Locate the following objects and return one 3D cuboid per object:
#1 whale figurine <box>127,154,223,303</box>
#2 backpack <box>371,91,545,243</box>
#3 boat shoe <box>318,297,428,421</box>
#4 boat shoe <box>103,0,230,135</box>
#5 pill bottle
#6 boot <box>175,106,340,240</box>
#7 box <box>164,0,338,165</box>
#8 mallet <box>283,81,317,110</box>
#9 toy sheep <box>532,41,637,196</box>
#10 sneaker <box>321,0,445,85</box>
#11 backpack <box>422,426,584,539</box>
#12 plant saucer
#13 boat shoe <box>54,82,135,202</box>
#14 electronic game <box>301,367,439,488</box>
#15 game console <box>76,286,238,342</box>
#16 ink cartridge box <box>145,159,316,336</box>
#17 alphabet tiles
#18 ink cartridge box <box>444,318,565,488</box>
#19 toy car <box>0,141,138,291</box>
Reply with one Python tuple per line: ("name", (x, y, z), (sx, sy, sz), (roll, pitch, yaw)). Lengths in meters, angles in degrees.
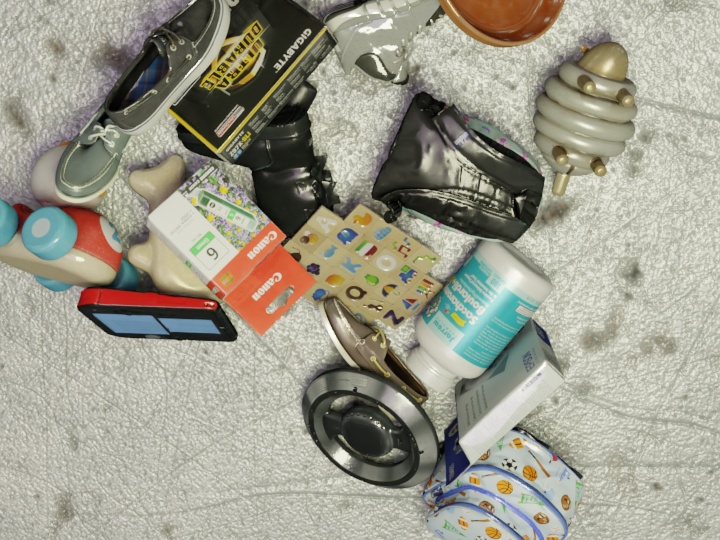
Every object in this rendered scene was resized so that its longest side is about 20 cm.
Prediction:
("whale figurine", (-0.228, -0.045, 1.375), (0.159, 0.104, 0.200), (-27, 88, -17))
("backpack", (0.132, -0.121, 1.316), (0.200, 0.127, 0.167), (23, 114, -2))
("boat shoe", (0.017, 0.110, 1.402), (0.060, 0.072, 0.200), (-30, 109, 15))
("boat shoe", (-0.231, -0.251, 1.246), (0.070, 0.066, 0.200), (40, 90, 23))
("pill bottle", (0.146, 0.061, 1.367), (0.111, 0.111, 0.200), (37, 103, -6))
("boot", (-0.128, -0.122, 1.353), (0.198, 0.073, 0.163), (1, 125, 22))
("box", (-0.151, -0.252, 1.284), (0.160, 0.049, 0.200), (41, 89, 25))
("mallet", (-0.143, -0.263, 1.345), (0.200, 0.041, 0.066), (42, 104, -3))
("toy sheep", (0.271, -0.182, 1.290), (0.138, 0.138, 0.200), (21, 113, -2))
("sneaker", (0.061, -0.292, 1.313), (0.200, 0.075, 0.116), (-14, 112, 11))
("backpack", (0.186, 0.295, 1.376), (0.200, 0.154, 0.191), (33, 137, -5))
("plant saucer", (0.160, -0.362, 1.256), (0.200, 0.032, 0.200), (1, 87, -31))
("boat shoe", (-0.314, -0.167, 1.297), (0.073, 0.200, 0.062), (23, 142, 3))
("electronic game", (0.012, 0.212, 1.410), (0.200, 0.042, 0.200), (16, 130, 20))
("game console", (-0.255, 0.062, 1.355), (0.177, 0.200, 0.031), (7, 76, 2))
("ink cartridge box", (-0.155, -0.026, 1.309), (0.200, 0.050, 0.109), (45, 73, -2))
("alphabet tiles", (0.000, 0.000, 1.371), (0.200, 0.006, 0.166), (32, 124, -21))
("ink cartridge box", (0.164, 0.162, 1.346), (0.041, 0.200, 0.200), (43, 101, -6))
("toy car", (-0.363, -0.087, 1.347), (0.177, 0.184, 0.200), (11, 72, 23))
